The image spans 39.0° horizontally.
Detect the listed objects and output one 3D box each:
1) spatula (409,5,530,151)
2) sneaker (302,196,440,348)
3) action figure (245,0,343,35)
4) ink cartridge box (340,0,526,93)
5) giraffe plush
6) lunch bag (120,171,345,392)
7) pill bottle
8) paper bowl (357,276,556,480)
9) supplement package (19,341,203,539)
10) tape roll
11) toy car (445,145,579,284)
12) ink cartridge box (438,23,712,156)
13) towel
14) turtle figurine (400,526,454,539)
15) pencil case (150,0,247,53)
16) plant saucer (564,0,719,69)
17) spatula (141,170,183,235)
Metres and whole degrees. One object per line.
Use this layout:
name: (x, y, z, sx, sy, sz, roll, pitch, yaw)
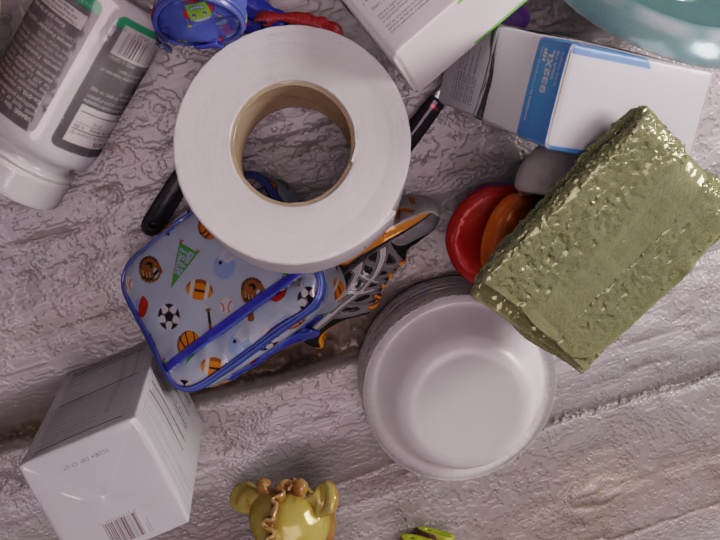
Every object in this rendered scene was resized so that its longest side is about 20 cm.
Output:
spatula: (0.082, -0.178, 0.972, 0.056, 0.021, 0.201, 33, 102, -17)
sneaker: (0.000, 0.000, 0.994, 0.199, 0.078, 0.077, -34, 107, 16)
action figure: (-0.085, -0.223, 0.921, 0.198, 0.065, 0.052, 22, 62, -12)
ink cartridge box: (0.036, -0.278, 0.855, 0.145, 0.084, 0.201, -39, 70, 7)
giraffe plush: (-0.073, 0.296, 1.044, 0.170, 0.200, 0.165, -2, 78, -1)
lunch bag: (-0.116, 0.013, 0.947, 0.199, 0.075, 0.161, -34, 75, 17)
pill bottle: (-0.262, -0.162, 0.896, 0.112, 0.113, 0.201, 31, 101, -14)
paper bowl: (0.099, 0.116, 1.021, 0.198, 0.104, 0.203, -2, 107, -6)
supplement package: (-0.223, 0.161, 0.951, 0.113, 0.200, 0.111, -22, 107, 3)
tape roll: (-0.055, -0.100, 0.866, 0.199, 0.071, 0.205, 0, 83, -1)
toy car: (0.154, -0.031, 0.941, 0.148, 0.200, 0.178, 2, 102, 15)
ink cartridge box: (0.177, -0.158, 0.879, 0.143, 0.200, 0.085, 4, 108, -23)
towel: (0.195, -0.021, 0.812, 0.148, 0.037, 0.200, 35, 106, -26)
turtle figurine: (0.060, 0.363, 1.095, 0.199, 0.064, 0.164, 11, 90, -52)
pencil case: (-0.128, -0.277, 0.846, 0.077, 0.087, 0.203, -1, 67, 2)
plant saucer: (0.258, -0.241, 0.880, 0.198, 0.201, 0.028, 14, 130, -9)
spatula: (-0.150, -0.110, 0.951, 0.056, 0.021, 0.201, 28, 114, -22)
